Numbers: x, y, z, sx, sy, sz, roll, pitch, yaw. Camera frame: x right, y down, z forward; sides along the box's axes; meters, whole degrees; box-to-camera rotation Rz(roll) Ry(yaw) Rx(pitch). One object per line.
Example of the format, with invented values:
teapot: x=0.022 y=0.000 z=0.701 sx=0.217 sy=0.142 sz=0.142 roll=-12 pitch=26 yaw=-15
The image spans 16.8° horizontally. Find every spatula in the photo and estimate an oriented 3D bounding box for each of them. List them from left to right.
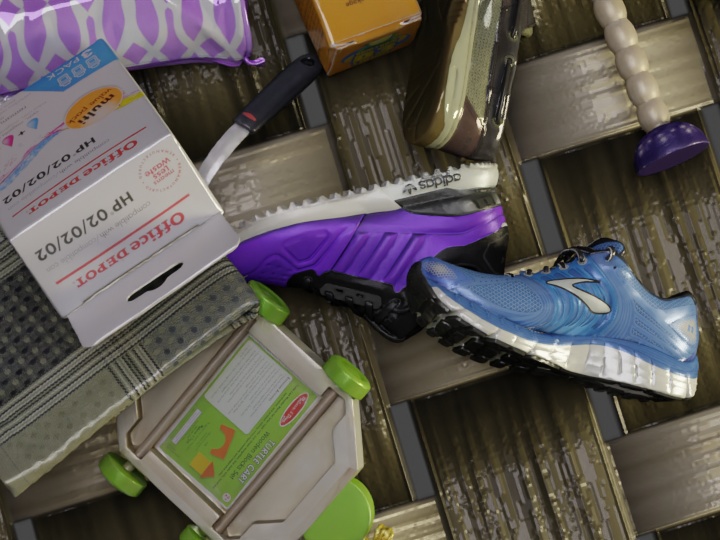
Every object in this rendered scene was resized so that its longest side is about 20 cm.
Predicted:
spatula: x=-0.084 y=-0.076 z=1.537 sx=0.056 sy=0.021 sz=0.200 roll=30 pitch=58 yaw=19

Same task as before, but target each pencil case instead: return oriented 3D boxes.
pencil case: x=-0.166 y=-0.156 z=1.554 sx=0.198 sy=0.084 sz=0.086 roll=-11 pitch=84 yaw=-2

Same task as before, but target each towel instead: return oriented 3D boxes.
towel: x=-0.185 y=0.024 z=1.513 sx=0.199 sy=0.035 sz=0.193 roll=-36 pitch=56 yaw=-10

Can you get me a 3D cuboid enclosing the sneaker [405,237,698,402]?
sneaker: x=0.121 y=0.020 z=1.511 sx=0.199 sy=0.078 sz=0.090 roll=15 pitch=79 yaw=-19

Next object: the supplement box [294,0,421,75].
supplement box: x=-0.029 y=-0.232 z=1.574 sx=0.066 sy=0.069 sz=0.201 roll=-20 pitch=78 yaw=-12

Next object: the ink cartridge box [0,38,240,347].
ink cartridge box: x=-0.159 y=-0.050 z=1.448 sx=0.115 sy=0.200 sz=0.068 roll=-34 pitch=124 yaw=-4

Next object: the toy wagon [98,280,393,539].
toy wagon: x=-0.061 y=0.112 z=1.514 sx=0.200 sy=0.040 sz=0.155 roll=42 pitch=99 yaw=5

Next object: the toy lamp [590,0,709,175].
toy lamp: x=0.162 y=-0.163 z=1.567 sx=0.058 sy=0.058 sz=0.201 roll=-22 pitch=79 yaw=-3

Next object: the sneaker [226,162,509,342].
sneaker: x=0.000 y=0.000 z=1.534 sx=0.198 sy=0.070 sz=0.100 roll=-14 pitch=88 yaw=1

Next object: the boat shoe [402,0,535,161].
boat shoe: x=0.079 y=-0.162 z=1.567 sx=0.066 sy=0.072 sz=0.202 roll=25 pitch=66 yaw=-24
